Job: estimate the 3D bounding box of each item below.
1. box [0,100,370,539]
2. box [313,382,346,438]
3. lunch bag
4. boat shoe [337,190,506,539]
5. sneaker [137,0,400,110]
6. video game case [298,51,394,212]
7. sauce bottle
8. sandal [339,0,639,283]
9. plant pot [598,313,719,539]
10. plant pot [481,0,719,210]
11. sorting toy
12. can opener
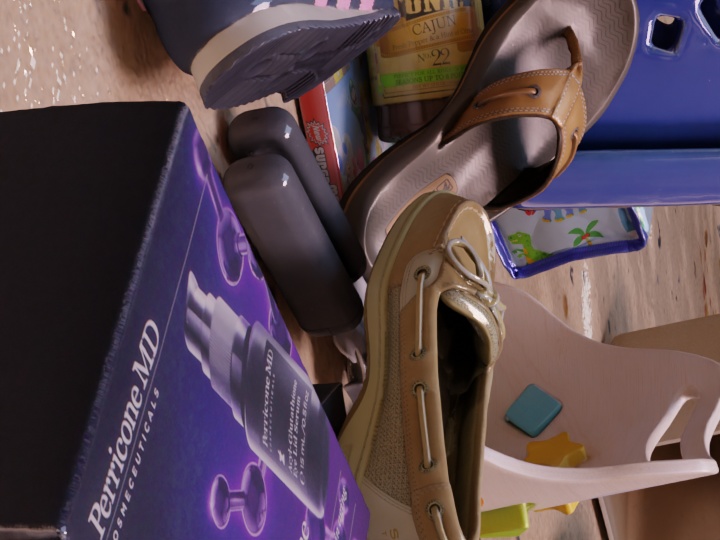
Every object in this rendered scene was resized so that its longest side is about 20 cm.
[{"bbox_3d":[-0.079,0.075,0.566,0.201,0.103,0.149,68,24,-45],"label":"box"},{"bbox_3d":[-0.033,0.166,0.796,0.160,0.043,0.202,-47,130,-68],"label":"box"},{"bbox_3d":[0.129,-0.129,1.298,0.201,0.126,0.171,62,28,-24],"label":"lunch bag"},{"bbox_3d":[0.037,0.044,0.846,0.073,0.063,0.202,55,37,-33],"label":"boat shoe"},{"bbox_3d":[-0.039,-0.119,0.819,0.082,0.070,0.200,54,13,4],"label":"sneaker"},{"bbox_3d":[0.003,-0.059,1.023,0.143,0.017,0.202,-54,136,-64],"label":"video game case"},{"bbox_3d":[0.026,-0.167,0.996,0.065,0.064,0.202,-24,107,-72],"label":"sauce bottle"},{"bbox_3d":[0.070,-0.067,0.956,0.082,0.200,0.055,52,-10,-29],"label":"sandal"},{"bbox_3d":[0.300,0.148,1.680,0.178,0.198,0.201,-92,167,-50],"label":"plant pot"},{"bbox_3d":[0.137,-0.130,1.101,0.200,0.198,0.182,-150,-121,-76],"label":"plant pot"},{"bbox_3d":[0.105,0.085,1.041,0.200,0.178,0.108,-57,138,-63],"label":"sorting toy"},{"bbox_3d":[0.000,0.000,0.902,0.201,0.066,0.054,63,24,-50],"label":"can opener"}]
